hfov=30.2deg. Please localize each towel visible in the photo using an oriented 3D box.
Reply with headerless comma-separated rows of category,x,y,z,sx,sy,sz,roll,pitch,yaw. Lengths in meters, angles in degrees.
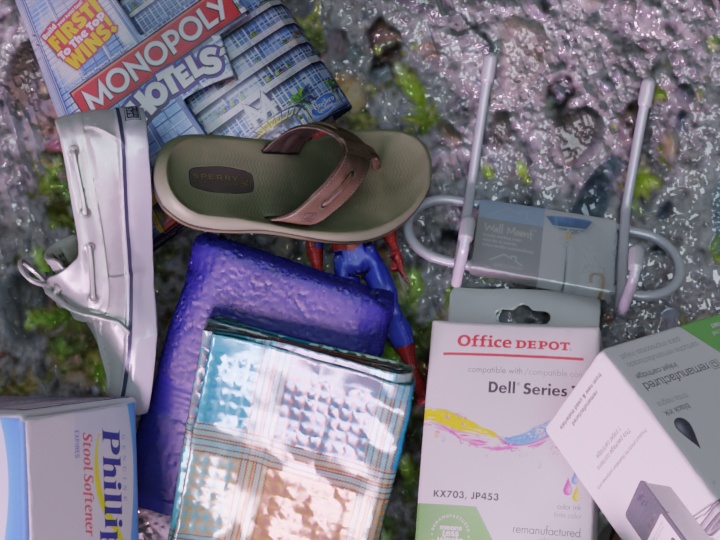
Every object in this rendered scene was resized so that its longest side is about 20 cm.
towel,-0.051,0.142,0.889,0.144,0.022,0.203,13,105,2
towel,-0.070,0.085,0.913,0.146,0.050,0.203,18,105,-1

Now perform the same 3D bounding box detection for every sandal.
sandal,-0.036,-0.061,0.869,0.198,0.057,0.081,-5,70,-29

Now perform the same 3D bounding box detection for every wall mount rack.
wall mount rack,0.133,-0.057,0.917,0.197,0.075,0.176,10,51,3

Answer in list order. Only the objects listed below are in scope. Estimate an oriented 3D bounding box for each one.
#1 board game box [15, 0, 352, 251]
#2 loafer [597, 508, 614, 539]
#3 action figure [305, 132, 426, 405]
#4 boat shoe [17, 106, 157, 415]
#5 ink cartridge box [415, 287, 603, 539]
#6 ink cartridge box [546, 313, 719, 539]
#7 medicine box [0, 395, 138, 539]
board game box,-0.141,-0.142,0.930,0.199,0.062,0.201,-35,89,1
loafer,0.140,0.202,0.918,0.062,0.072,0.203,11,83,18
action figure,0.000,0.000,0.932,0.064,0.052,0.203,-17,86,6
boat shoe,-0.176,-0.002,0.857,0.085,0.075,0.205,-3,109,-13
ink cartridge box,0.101,0.100,0.883,0.115,0.067,0.203,1,72,12
ink cartridge box,0.228,0.132,0.781,0.144,0.085,0.201,-12,55,-36
medicine box,-0.244,0.176,0.864,0.198,0.102,0.185,-3,88,36
